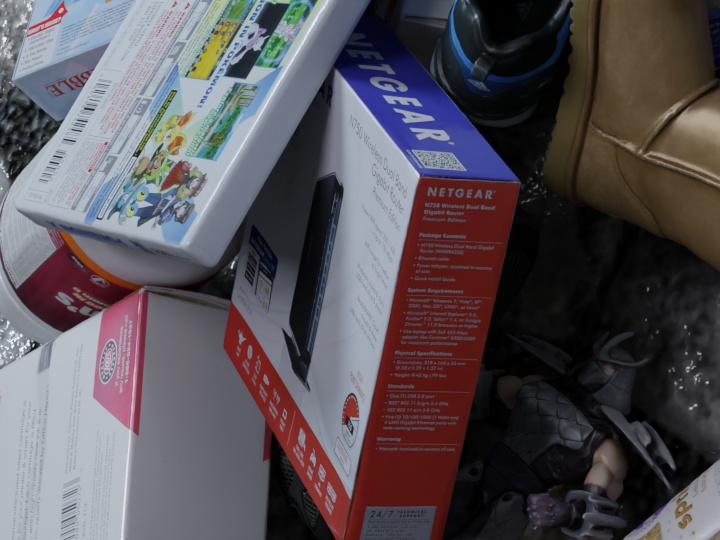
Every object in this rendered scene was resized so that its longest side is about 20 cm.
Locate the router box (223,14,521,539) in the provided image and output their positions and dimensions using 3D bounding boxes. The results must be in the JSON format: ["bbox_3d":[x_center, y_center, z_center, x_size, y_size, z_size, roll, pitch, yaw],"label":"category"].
[{"bbox_3d":[0.000,0.000,1.344,0.200,0.049,0.180,-126,43,-59],"label":"router box"}]

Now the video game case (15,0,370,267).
[{"bbox_3d":[-0.068,-0.100,1.387,0.182,0.022,0.201,13,69,58],"label":"video game case"}]

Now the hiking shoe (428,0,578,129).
[{"bbox_3d":[0.092,-0.161,1.337,0.087,0.074,0.201,116,173,-76],"label":"hiking shoe"}]

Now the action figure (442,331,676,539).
[{"bbox_3d":[0.061,0.104,1.365,0.200,0.069,0.130,-48,38,1],"label":"action figure"}]

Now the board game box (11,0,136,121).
[{"bbox_3d":[-0.077,-0.191,1.547,0.199,0.041,0.200,-17,46,34],"label":"board game box"}]

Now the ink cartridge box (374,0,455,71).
[{"bbox_3d":[0.058,-0.187,1.459,0.147,0.083,0.201,115,161,-74],"label":"ink cartridge box"}]

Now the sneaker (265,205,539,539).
[{"bbox_3d":[0.035,0.063,1.446,0.200,0.076,0.114,-49,50,23],"label":"sneaker"}]

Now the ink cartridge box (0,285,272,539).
[{"bbox_3d":[-0.126,0.107,1.534,0.200,0.082,0.147,-28,55,57],"label":"ink cartridge box"}]

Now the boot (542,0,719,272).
[{"bbox_3d":[0.186,-0.064,1.289,0.199,0.066,0.176,28,129,27],"label":"boot"}]

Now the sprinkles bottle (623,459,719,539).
[{"bbox_3d":[0.150,0.133,1.314,0.200,0.068,0.068,-42,51,24],"label":"sprinkles bottle"}]

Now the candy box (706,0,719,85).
[{"bbox_3d":[0.190,-0.182,1.387,0.169,0.077,0.201,-12,68,41],"label":"candy box"}]

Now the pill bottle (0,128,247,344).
[{"bbox_3d":[-0.131,-0.023,1.561,0.200,0.109,0.110,145,133,-65],"label":"pill bottle"}]
